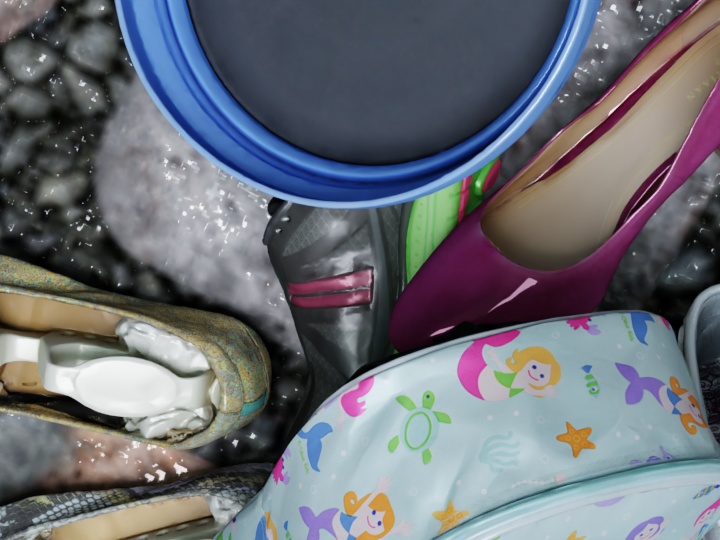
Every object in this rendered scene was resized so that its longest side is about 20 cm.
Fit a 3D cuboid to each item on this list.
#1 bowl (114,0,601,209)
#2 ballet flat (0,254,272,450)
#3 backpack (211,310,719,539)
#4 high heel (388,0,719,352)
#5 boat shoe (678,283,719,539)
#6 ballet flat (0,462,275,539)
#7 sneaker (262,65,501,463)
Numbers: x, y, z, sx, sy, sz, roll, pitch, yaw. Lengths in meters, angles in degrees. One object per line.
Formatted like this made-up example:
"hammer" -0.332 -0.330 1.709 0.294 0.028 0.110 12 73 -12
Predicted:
"bowl" 0.000 -0.124 0.977 0.199 0.039 0.202 1 93 23
"ballet flat" -0.136 0.034 1.073 0.199 0.071 0.071 10 107 5
"backpack" 0.047 0.103 0.952 0.177 0.151 0.200 -9 149 -25
"high heel" 0.087 -0.045 0.974 0.200 0.096 0.067 -37 56 -15
"boat shoe" 0.157 0.082 0.974 0.070 0.201 0.072 -14 130 0
"ballet flat" -0.112 0.129 1.094 0.199 0.072 0.072 -15 103 12
"sneaker" 0.000 0.000 1.050 0.083 0.077 0.201 20 105 20
